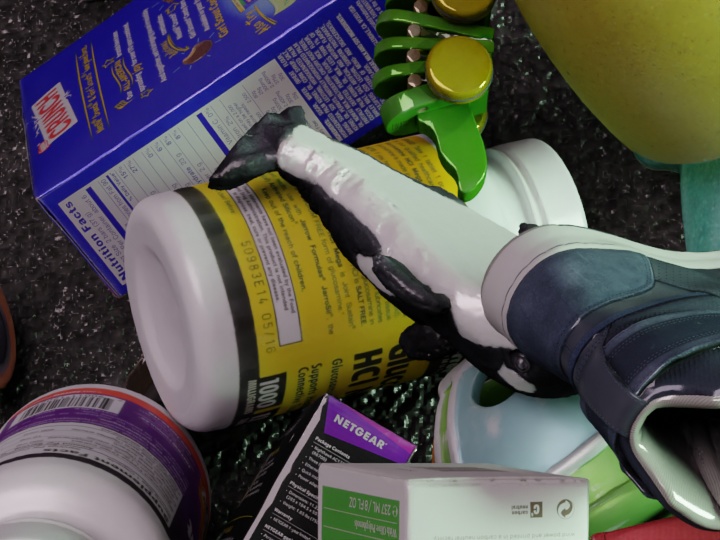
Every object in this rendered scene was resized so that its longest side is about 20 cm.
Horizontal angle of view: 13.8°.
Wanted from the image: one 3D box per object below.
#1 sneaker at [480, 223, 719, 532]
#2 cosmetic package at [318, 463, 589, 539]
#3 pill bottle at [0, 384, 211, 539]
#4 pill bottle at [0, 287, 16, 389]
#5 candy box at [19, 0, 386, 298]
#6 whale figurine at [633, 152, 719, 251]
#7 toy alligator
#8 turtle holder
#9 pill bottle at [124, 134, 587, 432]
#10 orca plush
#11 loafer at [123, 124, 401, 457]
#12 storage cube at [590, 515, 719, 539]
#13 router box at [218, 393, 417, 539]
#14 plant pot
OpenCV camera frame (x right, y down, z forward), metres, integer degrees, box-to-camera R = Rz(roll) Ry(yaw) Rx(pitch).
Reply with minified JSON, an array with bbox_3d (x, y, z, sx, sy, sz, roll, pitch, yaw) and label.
[{"bbox_3d":[0.164,0.046,1.177,0.146,0.202,0.077,46,126,50],"label":"sneaker"},{"bbox_3d":[0.037,0.180,1.199,0.085,0.108,0.200,2,88,-21],"label":"cosmetic package"},{"bbox_3d":[-0.130,0.126,1.305,0.111,0.200,0.112,1,103,4],"label":"pill bottle"},{"bbox_3d":[-0.279,0.049,1.528,0.200,0.106,0.106,-14,63,17],"label":"pill bottle"},{"bbox_3d":[-0.067,-0.095,1.471,0.200,0.077,0.169,-33,25,6],"label":"candy box"},{"bbox_3d":[0.189,-0.046,1.366,0.159,0.104,0.200,22,81,29],"label":"whale figurine"},{"bbox_3d":[0.035,-0.127,1.364,0.054,0.059,0.200,4,70,0],"label":"toy alligator"},{"bbox_3d":[0.112,0.076,1.310,0.186,0.141,0.132,-46,66,36],"label":"turtle holder"},{"bbox_3d":[0.000,0.000,1.385,0.200,0.112,0.113,-14,58,-18],"label":"pill bottle"},{"bbox_3d":[0.019,0.009,1.291,0.200,0.105,0.071,27,119,15],"label":"orca plush"},{"bbox_3d":[-0.053,0.007,1.476,0.071,0.073,0.200,27,74,44],"label":"loafer"},{"bbox_3d":[0.203,0.191,1.202,0.180,0.200,0.171,-13,63,5],"label":"storage cube"},{"bbox_3d":[-0.041,0.136,1.336,0.051,0.200,0.149,30,82,-2],"label":"router box"},{"bbox_3d":[0.131,-0.167,1.310,0.200,0.142,0.200,-35,38,33],"label":"plant pot"}]
